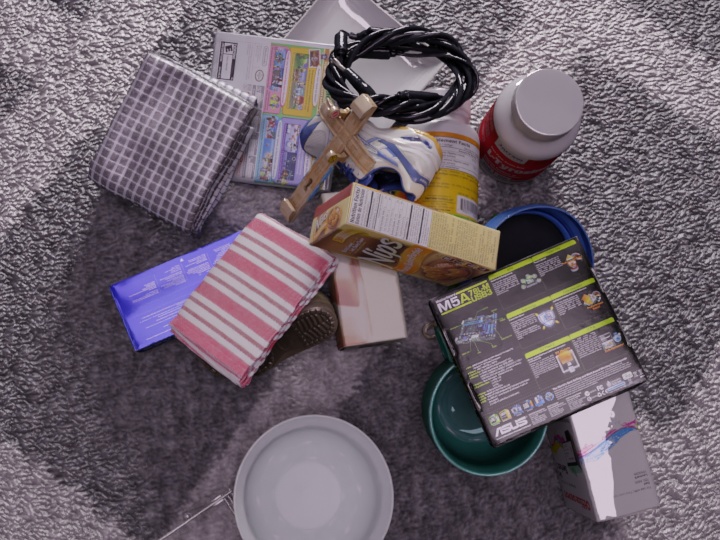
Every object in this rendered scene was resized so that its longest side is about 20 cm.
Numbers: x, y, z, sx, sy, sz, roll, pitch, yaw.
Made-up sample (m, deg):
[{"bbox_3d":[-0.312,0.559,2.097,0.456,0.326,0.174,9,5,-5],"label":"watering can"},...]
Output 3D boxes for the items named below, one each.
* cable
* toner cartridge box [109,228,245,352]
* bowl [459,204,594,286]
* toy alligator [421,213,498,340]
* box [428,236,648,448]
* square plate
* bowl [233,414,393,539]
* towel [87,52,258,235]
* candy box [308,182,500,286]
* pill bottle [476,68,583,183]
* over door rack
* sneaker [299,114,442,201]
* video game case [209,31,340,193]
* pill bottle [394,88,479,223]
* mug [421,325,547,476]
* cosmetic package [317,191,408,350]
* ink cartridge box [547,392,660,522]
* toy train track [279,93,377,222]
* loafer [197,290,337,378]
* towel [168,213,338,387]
[{"bbox_3d":[0.054,-0.253,1.153,0.200,0.051,0.163,11,50,1],"label":"cable"},{"bbox_3d":[-0.219,0.026,1.189,0.200,0.043,0.095,-23,85,-7],"label":"toner cartridge box"},{"bbox_3d":[0.218,0.010,1.182,0.200,0.039,0.201,-7,105,-25],"label":"bowl"},{"bbox_3d":[0.144,0.007,1.212,0.059,0.054,0.200,31,81,1],"label":"toy alligator"},{"bbox_3d":[0.209,0.085,1.074,0.200,0.048,0.193,-24,74,0],"label":"box"},{"bbox_3d":[-0.017,-0.278,1.253,0.198,0.028,0.200,39,81,2],"label":"square plate"},{"bbox_3d":[-0.062,0.286,1.137,0.201,0.090,0.201,2,79,-8],"label":"bowl"},{"bbox_3d":[-0.243,-0.169,1.174,0.165,0.086,0.200,27,94,6],"label":"towel"},{"bbox_3d":[0.052,-0.039,1.079,0.200,0.115,0.055,16,73,-21],"label":"candy box"},{"bbox_3d":[0.220,-0.188,1.170,0.112,0.200,0.112,1,82,-4],"label":"pill bottle"},{"bbox_3d":[-0.199,0.379,1.122,0.200,0.067,0.148,-31,85,-28],"label":"over door rack"},{"bbox_3d":[0.000,-0.141,1.130,0.200,0.075,0.088,13,65,28],"label":"sneaker"},{"bbox_3d":[-0.119,-0.214,1.218,0.182,0.022,0.200,7,90,3],"label":"video game case"},{"bbox_3d":[0.102,-0.134,1.197,0.111,0.111,0.200,5,76,-3],"label":"pill bottle"},{"bbox_3d":[0.157,0.162,1.155,0.152,0.114,0.185,9,88,-2],"label":"mug"},{"bbox_3d":[0.000,0.000,1.180,0.087,0.103,0.200,-7,82,-6],"label":"cosmetic package"},{"bbox_3d":[0.295,0.207,1.150,0.084,0.145,0.200,-13,84,-4],"label":"ink cartridge box"},{"bbox_3d":[-0.049,-0.137,1.116,0.200,0.033,0.115,-51,62,31],"label":"toy train track"},{"bbox_3d":[-0.118,0.082,1.169,0.200,0.068,0.076,-19,116,15],"label":"loafer"},{"bbox_3d":[-0.136,0.032,1.132,0.146,0.030,0.200,32,79,31],"label":"towel"}]
